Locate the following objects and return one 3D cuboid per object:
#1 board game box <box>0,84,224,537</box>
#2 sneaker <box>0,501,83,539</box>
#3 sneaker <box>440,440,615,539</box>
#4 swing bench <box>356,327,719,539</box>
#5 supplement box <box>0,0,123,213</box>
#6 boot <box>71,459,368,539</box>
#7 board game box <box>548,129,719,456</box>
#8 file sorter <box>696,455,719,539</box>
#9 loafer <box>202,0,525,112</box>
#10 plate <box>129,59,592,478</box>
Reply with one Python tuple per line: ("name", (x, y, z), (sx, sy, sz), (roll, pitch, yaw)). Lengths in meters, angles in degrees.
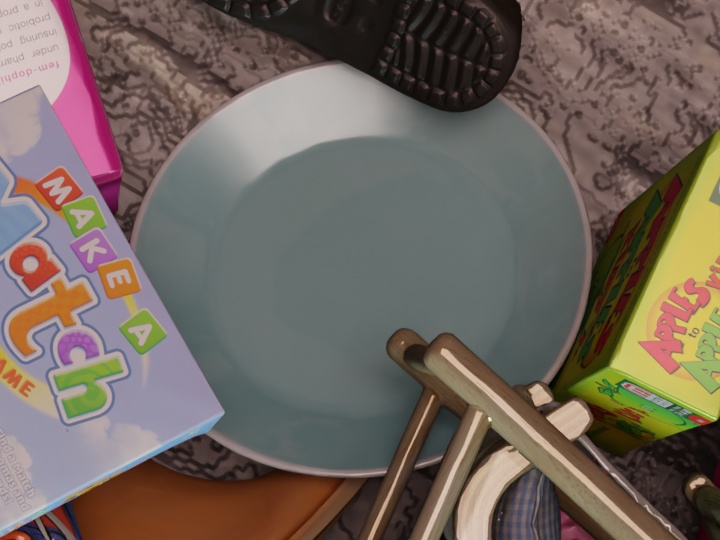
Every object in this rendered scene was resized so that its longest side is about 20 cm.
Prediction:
("board game box", (-0.175, 0.037, 1.014), (0.200, 0.037, 0.151), (-27, 83, -23))
("sneaker", (-0.139, 0.116, 1.050), (0.075, 0.078, 0.200), (-40, 84, 0))
("sneaker", (0.096, 0.162, 1.142), (0.095, 0.079, 0.200), (-33, 90, 18))
("swing bench", (0.084, 0.119, 0.992), (0.200, 0.199, 0.130), (24, 89, -3))
("supplement box", (-0.177, -0.110, 1.126), (0.101, 0.103, 0.200), (-17, 83, -8))
("boot", (-0.108, 0.089, 1.123), (0.200, 0.074, 0.155), (-34, 83, -11))
("board game box", (0.124, 0.014, 1.088), (0.048, 0.200, 0.102), (26, 81, -1))
("file sorter", (0.231, 0.105, 1.069), (0.139, 0.200, 0.126), (-16, 62, -9))
("loafer", (-0.014, -0.135, 1.169), (0.200, 0.071, 0.073), (35, 115, 10))
("plate", (0.000, 0.000, 1.143), (0.200, 0.026, 0.200), (-3, 63, 6))
